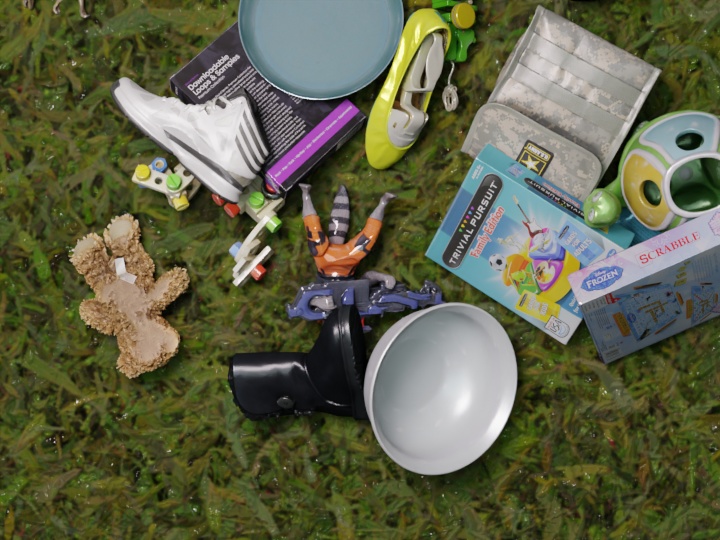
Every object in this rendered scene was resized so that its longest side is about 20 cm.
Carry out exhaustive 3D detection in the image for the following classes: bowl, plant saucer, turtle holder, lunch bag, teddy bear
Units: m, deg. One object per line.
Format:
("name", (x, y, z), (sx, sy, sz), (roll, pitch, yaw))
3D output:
("bowl", (0.078, 0.130, 1.559), (0.199, 0.090, 0.204), (-5, 101, -27))
("plant saucer", (-0.047, -0.299, 1.596), (0.197, 0.027, 0.203), (0, 81, 2))
("turtle holder", (0.344, -0.106, 1.468), (0.183, 0.132, 0.143), (10, 103, 2))
("lunch bag", (0.228, -0.180, 1.544), (0.163, 0.118, 0.202), (29, 102, 5))
("teddy bear", (-0.284, 0.031, 1.652), (0.145, 0.067, 0.200), (-43, 78, -3))

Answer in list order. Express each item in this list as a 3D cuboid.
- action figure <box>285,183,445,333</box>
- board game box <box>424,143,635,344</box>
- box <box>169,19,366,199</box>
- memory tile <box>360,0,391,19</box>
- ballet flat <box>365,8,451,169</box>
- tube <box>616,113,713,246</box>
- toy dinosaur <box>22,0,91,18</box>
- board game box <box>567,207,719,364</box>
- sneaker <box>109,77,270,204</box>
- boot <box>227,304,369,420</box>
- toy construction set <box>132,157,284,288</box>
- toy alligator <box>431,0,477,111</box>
("action figure", (0.000, 0.000, 1.606), (0.197, 0.105, 0.196), (4, 98, -19))
("board game box", (0.193, -0.029, 1.546), (0.199, 0.047, 0.152), (32, 126, 7))
("box", (-0.112, -0.202, 1.605), (0.200, 0.036, 0.143), (45, 71, 7))
("memory tile", (-0.033, -0.374, 1.631), (0.200, 0.017, 0.153), (45, 96, 6))
("ballet flat", (0.059, -0.207, 1.569), (0.067, 0.066, 0.202), (36, 113, 49))
("tube", (0.364, -0.089, 1.558), (0.077, 0.050, 0.201), (40, 98, 3))
("toy dinosaur", (-0.343, -0.386, 1.657), (0.200, 0.058, 0.101), (-42, 83, 6))
("board game box", (0.341, 0.019, 1.485), (0.198, 0.200, 0.042), (-24, 62, 7))
("sneaker", (-0.187, -0.181, 1.545), (0.200, 0.076, 0.116), (40, 95, 1))
("boot", (-0.076, 0.115, 1.560), (0.166, 0.201, 0.077), (-1, 54, 6))
("toy construction set", (-0.167, -0.082, 1.613), (0.131, 0.092, 0.200), (-42, 92, -18))
("toy alligator", (0.117, -0.293, 1.594), (0.054, 0.059, 0.203), (-9, 97, -35))
